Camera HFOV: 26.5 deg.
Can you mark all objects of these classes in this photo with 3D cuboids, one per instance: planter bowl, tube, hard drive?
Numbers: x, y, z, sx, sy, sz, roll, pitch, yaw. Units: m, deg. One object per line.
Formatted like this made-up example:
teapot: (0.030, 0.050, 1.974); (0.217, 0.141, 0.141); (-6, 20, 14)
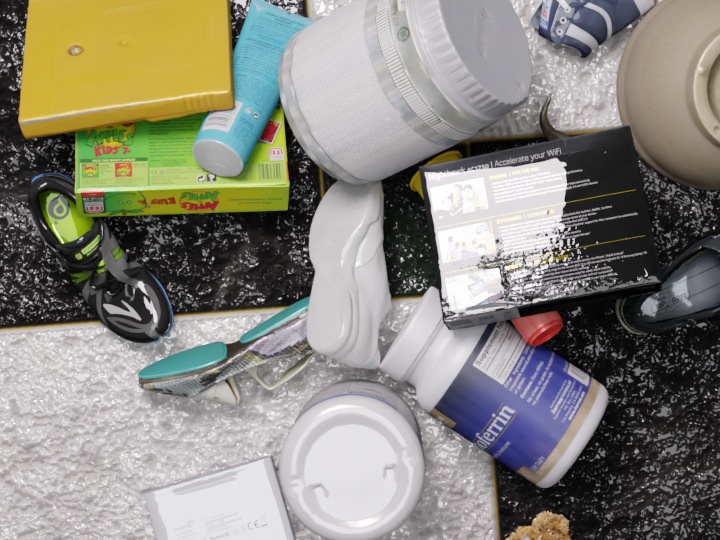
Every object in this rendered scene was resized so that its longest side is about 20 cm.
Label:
planter bowl: (0.350, -0.171, 1.425); (0.199, 0.135, 0.201); (0, 97, -2)
tube: (-0.101, -0.180, 1.454); (0.077, 0.050, 0.201); (23, 57, -1)
hard drive: (-0.123, 0.298, 1.508); (0.131, 0.025, 0.201); (-16, 90, 2)

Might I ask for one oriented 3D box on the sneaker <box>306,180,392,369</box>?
sneaker: (0.000, 0.000, 1.479); (0.075, 0.088, 0.201); (-13, 60, 41)

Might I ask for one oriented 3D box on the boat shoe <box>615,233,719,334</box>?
boat shoe: (0.343, 0.005, 1.473); (0.198, 0.066, 0.075); (-20, 90, 1)

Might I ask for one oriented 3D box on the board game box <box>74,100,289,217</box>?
board game box: (-0.171, -0.108, 1.459); (0.199, 0.048, 0.102); (-2, 61, -7)

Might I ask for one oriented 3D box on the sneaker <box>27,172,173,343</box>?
sneaker: (-0.259, -0.009, 1.479); (0.071, 0.083, 0.200); (-37, 90, 2)

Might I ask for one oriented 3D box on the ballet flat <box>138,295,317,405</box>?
ballet flat: (-0.116, 0.093, 1.487); (0.199, 0.072, 0.072); (-23, 90, 3)

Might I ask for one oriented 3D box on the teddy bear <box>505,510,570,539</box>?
teddy bear: (0.215, 0.322, 1.486); (0.199, 0.067, 0.145); (27, 109, 0)

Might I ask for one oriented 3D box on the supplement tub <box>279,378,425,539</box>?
supplement tub: (-0.005, 0.172, 1.417); (0.131, 0.200, 0.133); (0, 90, 2)

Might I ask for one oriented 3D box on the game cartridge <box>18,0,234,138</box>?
game cartridge: (-0.221, -0.206, 1.452); (0.199, 0.033, 0.177); (-7, 50, 1)

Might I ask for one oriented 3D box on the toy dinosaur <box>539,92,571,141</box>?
toy dinosaur: (0.212, -0.071, 1.458); (0.076, 0.102, 0.201); (-1, 92, 1)

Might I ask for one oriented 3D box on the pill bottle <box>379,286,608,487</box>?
pill bottle: (0.125, 0.108, 1.455); (0.199, 0.116, 0.116); (33, 91, 2)

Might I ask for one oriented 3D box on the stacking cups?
stacking cups: (0.126, -0.020, 1.453); (0.060, 0.061, 0.200); (-35, 72, 2)

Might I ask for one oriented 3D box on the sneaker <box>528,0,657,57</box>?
sneaker: (0.187, -0.290, 1.446); (0.108, 0.070, 0.200); (-42, 117, 5)

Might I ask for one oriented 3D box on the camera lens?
camera lens: (0.036, -0.180, 1.402); (0.199, 0.160, 0.161); (-24, 90, 35)

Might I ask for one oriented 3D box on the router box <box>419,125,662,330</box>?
router box: (0.163, -0.038, 1.389); (0.199, 0.051, 0.150); (-10, 77, 8)

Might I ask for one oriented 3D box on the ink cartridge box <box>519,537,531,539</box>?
ink cartridge box: (0.137, 0.375, 1.392); (0.146, 0.200, 0.146); (36, 47, 4)
